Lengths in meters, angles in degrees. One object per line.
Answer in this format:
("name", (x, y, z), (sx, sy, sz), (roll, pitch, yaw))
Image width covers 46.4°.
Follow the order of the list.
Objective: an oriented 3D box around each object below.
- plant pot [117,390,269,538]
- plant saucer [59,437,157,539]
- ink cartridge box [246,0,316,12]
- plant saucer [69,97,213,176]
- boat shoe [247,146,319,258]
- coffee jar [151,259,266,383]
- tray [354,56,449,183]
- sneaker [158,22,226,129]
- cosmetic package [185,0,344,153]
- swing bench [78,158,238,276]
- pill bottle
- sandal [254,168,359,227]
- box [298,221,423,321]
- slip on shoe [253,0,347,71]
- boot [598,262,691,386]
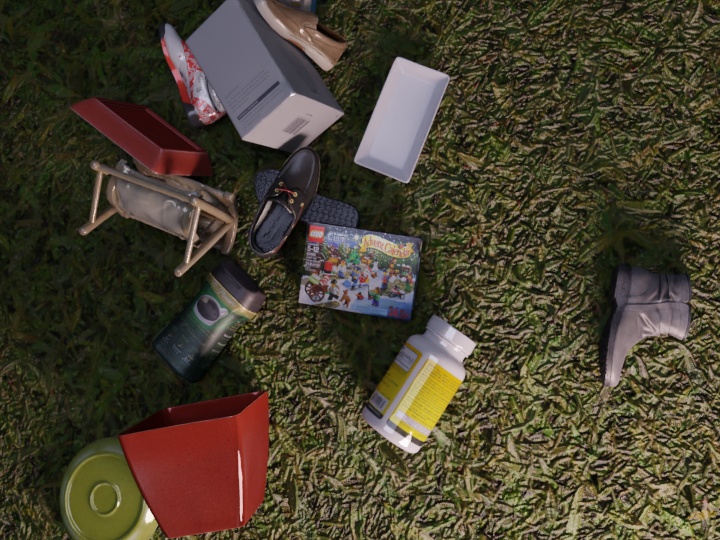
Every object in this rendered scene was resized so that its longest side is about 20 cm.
("plant pot", (-0.247, 0.314, 1.353), (0.195, 0.200, 0.181), (-11, 91, 8))
("plant saucer", (-0.436, 0.392, 1.449), (0.195, 0.031, 0.206), (-1, 82, 9))
("ink cartridge box", (-0.154, -0.520, 1.443), (0.125, 0.200, 0.129), (6, 83, 10))
("plant saucer", (-0.362, -0.233, 1.437), (0.199, 0.199, 0.037), (38, 105, 12))
("boat shoe", (-0.125, -0.114, 1.408), (0.073, 0.063, 0.204), (28, 90, -2))
("coffee jar", (-0.256, 0.085, 1.433), (0.104, 0.085, 0.201), (42, 91, 16))
("tray", (0.073, -0.260, 1.459), (0.105, 0.022, 0.204), (21, 86, 13))
("sneaker", (-0.285, -0.366, 1.514), (0.106, 0.067, 0.206), (-22, 82, 5))
("cosmetic package", (-0.157, -0.321, 1.406), (0.122, 0.199, 0.203), (-35, 77, 19))
("swing bench", (-0.327, -0.102, 1.407), (0.195, 0.200, 0.133), (20, 106, 11))
("pill bottle", (0.097, 0.179, 1.346), (0.111, 0.112, 0.202), (33, 89, 12))
("sandal", (-0.095, -0.113, 1.462), (0.196, 0.045, 0.077), (23, 91, -3))
("box", (0.000, 0.000, 1.412), (0.195, 0.038, 0.140), (8, 96, 10))
("slip on shoe", (-0.099, -0.417, 1.425), (0.060, 0.199, 0.077), (-38, 45, 20))
("boot", (0.453, 0.094, 1.324), (0.128, 0.070, 0.205), (12, 88, 6))
